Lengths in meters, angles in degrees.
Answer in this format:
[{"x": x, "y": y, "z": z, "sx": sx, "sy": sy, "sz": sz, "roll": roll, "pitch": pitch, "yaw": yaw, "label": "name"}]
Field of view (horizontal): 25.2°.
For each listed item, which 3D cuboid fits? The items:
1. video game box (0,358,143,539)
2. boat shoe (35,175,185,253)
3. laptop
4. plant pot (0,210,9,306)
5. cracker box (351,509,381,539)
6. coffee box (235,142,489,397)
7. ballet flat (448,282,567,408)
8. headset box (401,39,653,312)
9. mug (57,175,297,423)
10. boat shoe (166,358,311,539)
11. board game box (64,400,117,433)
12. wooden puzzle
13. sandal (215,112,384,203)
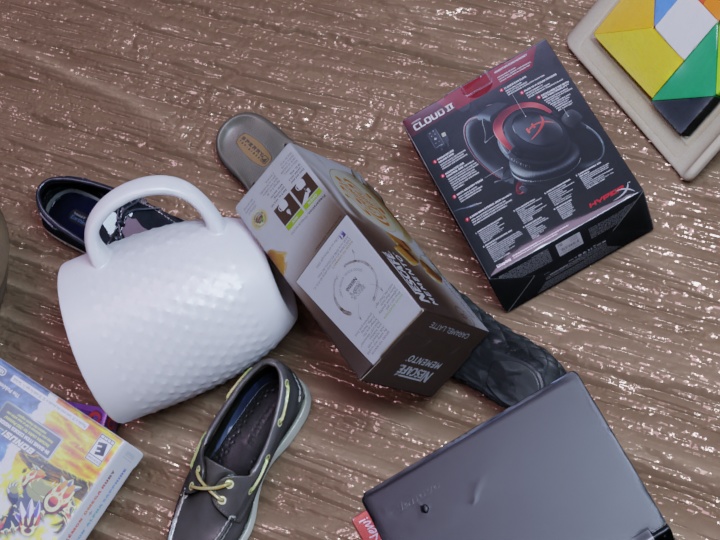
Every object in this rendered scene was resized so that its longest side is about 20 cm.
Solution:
[{"x": -0.316, "y": 0.183, "z": 1.393, "sx": 0.199, "sy": 0.047, "sz": 0.183, "roll": 27, "pitch": 79, "yaw": 27, "label": "video game box"}, {"x": -0.221, "y": -0.037, "z": 1.488, "sx": 0.198, "sy": 0.062, "sz": 0.075, "roll": 22, "pitch": 72, "yaw": 25, "label": "boat shoe"}, {"x": 0.135, "y": 0.219, "z": 1.198, "sx": 0.186, "sy": 0.201, "sz": 0.116, "roll": -30, "pitch": 35, "yaw": 2, "label": "laptop"}, {"x": -0.399, "y": 0.017, "z": 1.497, "sx": 0.199, "sy": 0.093, "sz": 0.203, "roll": -12, "pitch": 57, "yaw": 19, "label": "plant pot"}, {"x": 0.111, "y": 0.200, "z": 1.247, "sx": 0.199, "sy": 0.058, "sz": 0.135, "roll": -32, "pitch": 76, "yaw": 2, "label": "cracker box"}, {"x": 0.000, "y": 0.000, "z": 1.322, "sx": 0.080, "sy": 0.114, "sz": 0.200, "roll": -48, "pitch": 58, "yaw": 16, "label": "coffee box"}, {"x": 0.093, "y": 0.060, "z": 1.352, "sx": 0.200, "sy": 0.057, "sz": 0.067, "roll": 38, "pitch": 109, "yaw": 34, "label": "ballet flat"}, {"x": 0.138, "y": -0.091, "z": 1.384, "sx": 0.148, "sy": 0.075, "sz": 0.201, "roll": -30, "pitch": 60, "yaw": 3, "label": "headset box"}, {"x": -0.158, "y": 0.011, "z": 1.368, "sx": 0.174, "sy": 0.201, "sz": 0.148, "roll": -20, "pitch": 30, "yaw": 5, "label": "mug"}, {"x": -0.112, "y": 0.167, "z": 1.353, "sx": 0.071, "sy": 0.061, "sz": 0.203, "roll": 20, "pitch": 73, "yaw": 26, "label": "boat shoe"}, {"x": -0.295, "y": 0.210, "z": 1.413, "sx": 0.119, "sy": 0.032, "sz": 0.202, "roll": 6, "pitch": 68, "yaw": 25, "label": "board game box"}, {"x": 0.280, "y": -0.207, "z": 1.371, "sx": 0.185, "sy": 0.037, "sz": 0.201, "roll": -51, "pitch": 54, "yaw": 25, "label": "wooden puzzle"}, {"x": -0.063, "y": -0.089, "z": 1.463, "sx": 0.082, "sy": 0.055, "sz": 0.200, "roll": -45, "pitch": 61, "yaw": -6, "label": "sandal"}]
